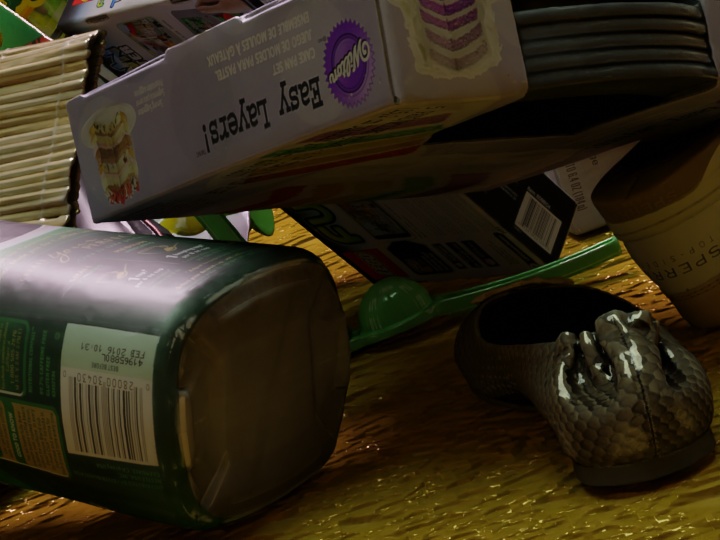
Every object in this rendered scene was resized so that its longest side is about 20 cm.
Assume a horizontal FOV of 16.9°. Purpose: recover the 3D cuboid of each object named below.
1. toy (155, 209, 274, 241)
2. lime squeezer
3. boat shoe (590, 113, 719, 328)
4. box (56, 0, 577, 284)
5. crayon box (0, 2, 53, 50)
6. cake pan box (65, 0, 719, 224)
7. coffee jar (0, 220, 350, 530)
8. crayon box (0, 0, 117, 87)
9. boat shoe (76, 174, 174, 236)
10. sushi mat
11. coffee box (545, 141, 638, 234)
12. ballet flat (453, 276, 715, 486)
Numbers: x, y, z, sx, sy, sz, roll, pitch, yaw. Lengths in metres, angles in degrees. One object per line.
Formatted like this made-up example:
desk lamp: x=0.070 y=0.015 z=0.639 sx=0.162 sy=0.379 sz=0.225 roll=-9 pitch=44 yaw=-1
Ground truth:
toy: x=-0.122 y=0.017 z=1.064 sx=0.200 sy=0.047 sz=0.115 roll=-30 pitch=33 yaw=20
lime squeezer: x=0.000 y=0.000 z=0.966 sx=0.199 sy=0.071 sz=0.038 roll=12 pitch=-5 yaw=2
boat shoe: x=0.149 y=-0.038 z=0.896 sx=0.074 sy=0.067 sz=0.200 roll=-20 pitch=11 yaw=40
box: x=-0.015 y=-0.062 z=0.980 sx=0.110 sy=0.200 sz=0.035 roll=-5 pitch=55 yaw=47
crayon box: x=-0.226 y=-0.043 z=1.079 sx=0.051 sy=0.200 sz=0.127 roll=22 pitch=9 yaw=-45
cake pan box: x=0.028 y=-0.062 z=0.817 sx=0.184 sy=0.052 sz=0.200 roll=-8 pitch=-5 yaw=-37
coffee jar: x=-0.111 y=0.029 z=0.823 sx=0.200 sy=0.086 sz=0.104 roll=7 pitch=18 yaw=33
crayon box: x=-0.097 y=-0.103 z=1.112 sx=0.200 sy=0.172 sz=0.058 roll=-52 pitch=-4 yaw=23
boat shoe: x=-0.109 y=0.006 z=0.977 sx=0.063 sy=0.074 sz=0.201 roll=17 pitch=16 yaw=-29
sushi mat: x=-0.181 y=-0.041 z=0.992 sx=0.200 sy=0.096 sz=0.012 roll=-6 pitch=-17 yaw=40
coffee box: x=0.163 y=-0.104 z=1.074 sx=0.200 sy=0.115 sz=0.080 roll=-20 pitch=11 yaw=-6
ballet flat: x=0.068 y=0.023 z=0.774 sx=0.067 sy=0.046 sz=0.200 roll=-18 pitch=11 yaw=-3
